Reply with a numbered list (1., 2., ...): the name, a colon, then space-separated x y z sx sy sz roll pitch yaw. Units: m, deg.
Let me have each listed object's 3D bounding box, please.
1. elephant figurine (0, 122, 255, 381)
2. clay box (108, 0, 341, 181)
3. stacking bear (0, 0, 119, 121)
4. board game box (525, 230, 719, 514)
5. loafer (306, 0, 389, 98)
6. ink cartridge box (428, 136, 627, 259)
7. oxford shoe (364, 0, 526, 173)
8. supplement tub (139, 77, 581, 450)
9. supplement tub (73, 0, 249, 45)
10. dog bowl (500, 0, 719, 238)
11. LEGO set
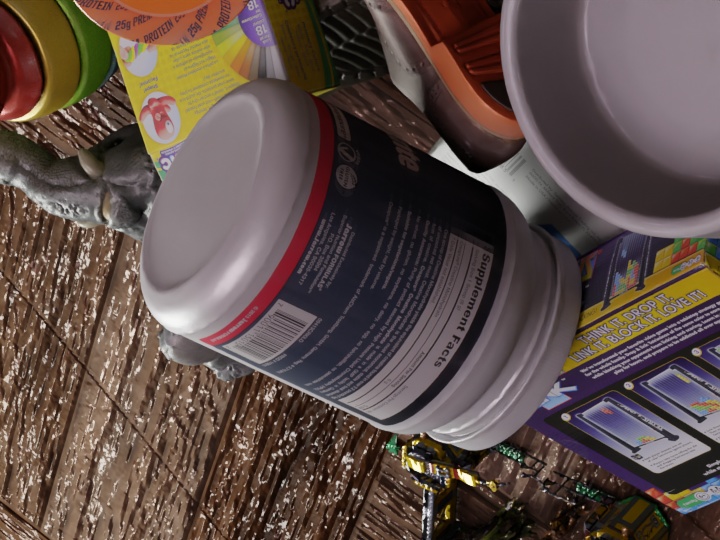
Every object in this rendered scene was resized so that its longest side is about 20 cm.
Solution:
1. elephant figurine: -0.101 -0.045 1.724 0.142 0.155 0.200 -50 52 15
2. clay box: -0.086 -0.149 1.576 0.115 0.048 0.201 -18 91 39
3. stacking bear: -0.201 -0.137 1.675 0.121 0.200 0.114 36 137 14
4. board game box: 0.181 0.046 1.543 0.165 0.057 0.200 32 143 -23
5. loafer: -0.026 -0.138 1.620 0.200 0.068 0.076 -27 138 32
6. ink cartridge box: 0.136 -0.083 1.527 0.116 0.067 0.200 47 139 2
7. oxford shoe: 0.023 -0.139 1.513 0.200 0.071 0.073 60 145 17
8. supplement tub: 0.000 0.000 1.497 0.200 0.141 0.140 26 146 -27
9. supplement tub: -0.095 -0.202 1.415 0.122 0.200 0.123 -1 126 -1
10. dog bowl: 0.153 -0.107 1.386 0.200 0.059 0.201 11 109 35
11. LEGO set: 0.081 0.187 1.735 0.200 0.116 0.154 31 135 19
